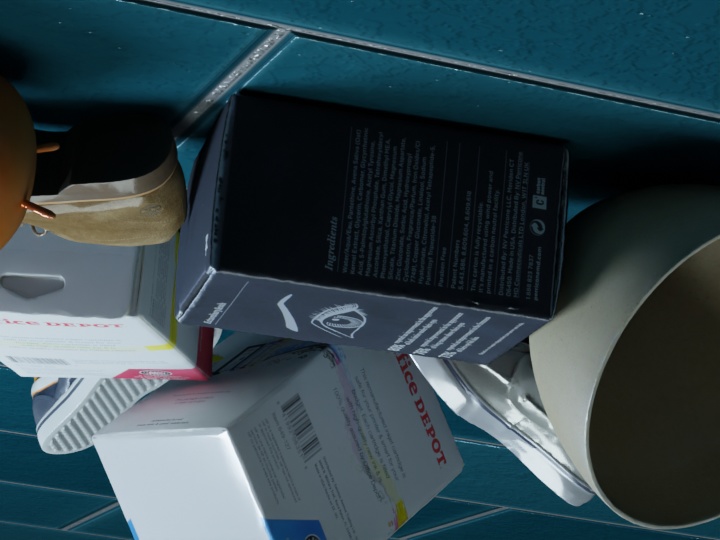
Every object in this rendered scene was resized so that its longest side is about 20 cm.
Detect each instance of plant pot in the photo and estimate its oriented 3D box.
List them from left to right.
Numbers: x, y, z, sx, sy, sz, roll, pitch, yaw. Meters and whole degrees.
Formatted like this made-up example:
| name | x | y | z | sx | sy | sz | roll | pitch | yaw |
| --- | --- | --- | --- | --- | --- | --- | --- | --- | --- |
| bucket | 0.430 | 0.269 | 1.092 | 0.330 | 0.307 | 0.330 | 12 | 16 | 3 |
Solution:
| name | x | y | z | sx | sy | sz | roll | pitch | yaw |
| --- | --- | --- | --- | --- | --- | --- | --- | --- | --- |
| plant pot | 0.175 | 0.029 | 1.518 | 0.200 | 0.201 | 0.134 | 18 | -163 | -41 |

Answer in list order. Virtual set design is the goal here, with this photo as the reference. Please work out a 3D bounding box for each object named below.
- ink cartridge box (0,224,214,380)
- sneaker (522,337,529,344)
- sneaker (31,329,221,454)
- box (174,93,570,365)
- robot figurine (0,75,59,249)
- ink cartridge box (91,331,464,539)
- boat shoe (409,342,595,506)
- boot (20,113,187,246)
| name | x | y | z | sx | sy | sz | roll | pitch | yaw |
| --- | --- | --- | --- | --- | --- | --- | --- | --- | --- |
| ink cartridge box | -0.187 | 0.013 | 1.747 | 0.144 | 0.084 | 0.200 | 2 | 166 | 10 |
| sneaker | 0.141 | 0.039 | 1.796 | 0.199 | 0.071 | 0.082 | 3 | -176 | 19 |
| sneaker | -0.186 | 0.058 | 1.973 | 0.078 | 0.080 | 0.200 | 11 | 142 | -45 |
| box | 0.003 | -0.020 | 1.496 | 0.199 | 0.105 | 0.148 | 9 | 166 | -11 |
| robot figurine | -0.261 | -0.062 | 1.404 | 0.199 | 0.117 | 0.144 | 8 | 167 | -10 |
| ink cartridge box | -0.055 | 0.129 | 1.850 | 0.144 | 0.148 | 0.200 | -7 | -159 | 43 |
| boat shoe | 0.109 | 0.077 | 1.730 | 0.070 | 0.071 | 0.200 | -39 | 117 | 18 |
| boot | -0.196 | -0.043 | 1.513 | 0.199 | 0.074 | 0.076 | 1 | 141 | 14 |
